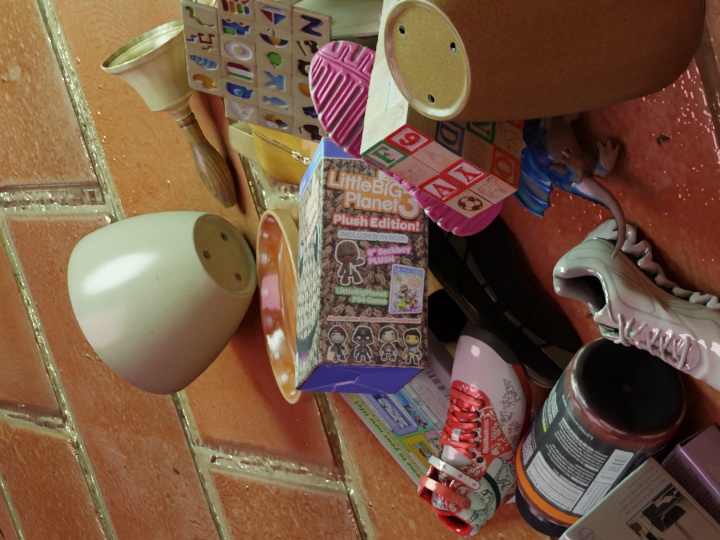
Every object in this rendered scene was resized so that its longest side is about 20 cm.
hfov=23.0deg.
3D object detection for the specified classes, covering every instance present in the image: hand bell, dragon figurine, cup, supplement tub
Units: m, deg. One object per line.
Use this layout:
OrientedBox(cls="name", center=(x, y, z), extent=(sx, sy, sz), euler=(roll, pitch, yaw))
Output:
OrientedBox(cls="hand bell", center=(-0.183, -0.153, 1.878), extent=(0.104, 0.104, 0.201), euler=(3, 126, 53))
OrientedBox(cls="dragon figurine", center=(0.160, -0.085, 1.455), extent=(0.201, 0.059, 0.100), euler=(58, 149, 16))
OrientedBox(cls="cup", center=(-0.197, 0.014, 1.922), extent=(0.143, 0.200, 0.201), euler=(-31, 85, 30))
OrientedBox(cls="supplement tub", center=(0.197, 0.151, 1.522), extent=(0.107, 0.107, 0.200), euler=(50, 145, 20))

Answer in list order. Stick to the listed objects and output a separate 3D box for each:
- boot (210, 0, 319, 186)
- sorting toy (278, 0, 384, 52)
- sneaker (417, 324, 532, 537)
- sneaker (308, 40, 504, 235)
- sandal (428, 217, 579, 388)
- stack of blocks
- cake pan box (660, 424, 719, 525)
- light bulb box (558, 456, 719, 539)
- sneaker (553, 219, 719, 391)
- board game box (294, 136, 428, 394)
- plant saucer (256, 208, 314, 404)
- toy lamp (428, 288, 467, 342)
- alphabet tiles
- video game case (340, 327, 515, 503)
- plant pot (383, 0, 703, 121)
OrientedBox(cls="boot", center=(-0.074, -0.176, 1.721), extent=(0.144, 0.071, 0.202), euler=(23, 133, 37))
OrientedBox(cls="sorting toy", center=(0.007, -0.169, 1.585), extent=(0.199, 0.107, 0.181), euler=(2, 127, 41))
OrientedBox(cls="sneaker", center=(0.097, 0.150, 1.564), extent=(0.067, 0.108, 0.202), euler=(25, 145, 34))
OrientedBox(cls="sneaker", center=(0.034, -0.112, 1.485), extent=(0.200, 0.081, 0.088), euler=(46, -172, -8))
OrientedBox(cls="sandal", center=(0.116, 0.024, 1.580), extent=(0.202, 0.080, 0.057), euler=(57, 160, 10))
OrientedBox(cls="stack of blocks", center=(0.073, -0.158, 1.410), extent=(0.058, 0.115, 0.201), euler=(-31, 42, 45))
OrientedBox(cls="cake pan box", center=(0.303, 0.251, 1.495), extent=(0.184, 0.052, 0.200), euler=(49, 144, 18))
OrientedBox(cls="light bulb box", center=(0.235, 0.298, 1.447), extent=(0.200, 0.125, 0.199), euler=(45, 143, 15))
OrientedBox(cls="sneaker", center=(0.238, 0.043, 1.418), extent=(0.200, 0.081, 0.075), euler=(40, 138, 30))
OrientedBox(cls="board game box", center=(0.000, 0.000, 1.583), extent=(0.159, 0.096, 0.201), euler=(126, 146, -74))
OrientedBox(cls="plant saucer", center=(-0.070, 0.036, 1.822), extent=(0.200, 0.032, 0.202), euler=(173, 90, -75))
OrientedBox(cls="toy lamp", center=(0.024, 0.048, 1.737), extent=(0.200, 0.058, 0.059), euler=(-9, 105, 53))
OrientedBox(cls="alphabet tiles", center=(-0.074, -0.175, 1.541), extent=(0.165, 0.006, 0.200), euler=(16, 153, 6))
OrientedBox(cls="video game case", center=(0.074, 0.151, 1.721), extent=(0.200, 0.022, 0.182), euler=(50, 148, -9))
OrientedBox(cls="plant pot", center=(0.121, -0.186, 1.315), extent=(0.186, 0.199, 0.187), euler=(32, 135, 37))
